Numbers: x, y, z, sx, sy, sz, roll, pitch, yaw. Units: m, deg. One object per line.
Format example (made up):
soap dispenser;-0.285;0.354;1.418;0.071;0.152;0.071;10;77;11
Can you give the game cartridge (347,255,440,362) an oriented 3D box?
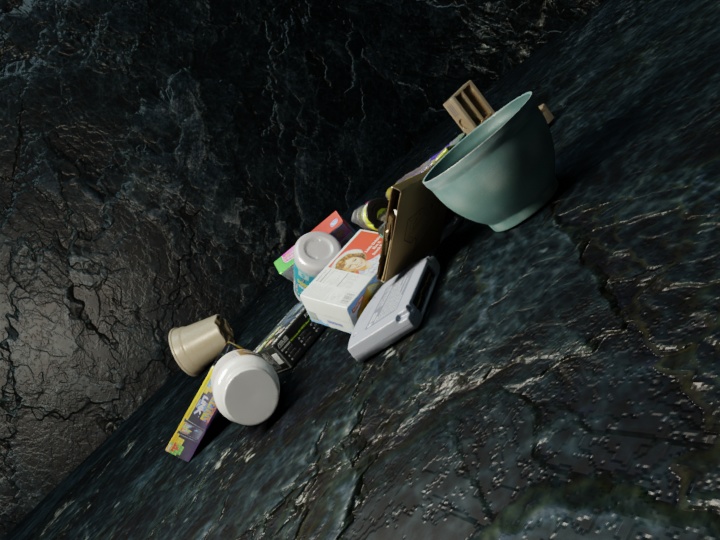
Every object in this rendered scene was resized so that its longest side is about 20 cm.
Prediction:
game cartridge;0.051;0.058;0.843;0.133;0.041;0.200;-32;13;30

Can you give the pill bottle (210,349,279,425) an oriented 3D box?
pill bottle;-0.201;0.204;0.951;0.114;0.115;0.200;-43;10;-15

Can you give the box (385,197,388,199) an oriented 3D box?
box;0.141;-0.165;1.226;0.198;0.048;0.193;-14;19;30

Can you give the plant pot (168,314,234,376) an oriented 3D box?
plant pot;-0.579;0.264;2.030;0.182;0.202;0.201;-28;11;5

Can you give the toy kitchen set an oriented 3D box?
toy kitchen set;0.282;-0.333;1.232;0.163;0.181;0.200;-44;11;-14

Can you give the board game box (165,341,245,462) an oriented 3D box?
board game box;-0.314;0.266;1.132;0.202;0.056;0.165;-60;9;7

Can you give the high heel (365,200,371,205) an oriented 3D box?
high heel;0.027;-0.103;1.332;0.095;0.068;0.200;-26;-29;12

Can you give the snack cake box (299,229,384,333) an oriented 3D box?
snack cake box;-0.003;0.015;0.997;0.114;0.068;0.200;11;47;38

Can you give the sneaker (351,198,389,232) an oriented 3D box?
sneaker;0.068;-0.104;1.093;0.080;0.198;0.075;5;85;51

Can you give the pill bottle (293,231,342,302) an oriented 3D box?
pill bottle;-0.102;0.011;1.273;0.111;0.110;0.201;-47;-20;-32

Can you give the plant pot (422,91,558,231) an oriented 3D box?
plant pot;0.210;-0.146;0.817;0.200;0.135;0.200;-39;9;7

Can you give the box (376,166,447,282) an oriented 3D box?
box;0.097;-0.088;0.922;0.199;0.021;0.166;-32;-42;-48

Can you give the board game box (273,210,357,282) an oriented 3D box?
board game box;-0.097;-0.042;1.357;0.199;0.041;0.153;-39;-29;6

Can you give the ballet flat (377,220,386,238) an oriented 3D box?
ballet flat;0.099;-0.112;1.011;0.068;0.069;0.200;19;41;30

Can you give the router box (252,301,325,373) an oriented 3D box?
router box;-0.145;0.136;1.184;0.149;0.062;0.200;-32;14;51

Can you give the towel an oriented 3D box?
towel;0.147;-0.235;1.219;0.199;0.023;0.144;-32;8;42
